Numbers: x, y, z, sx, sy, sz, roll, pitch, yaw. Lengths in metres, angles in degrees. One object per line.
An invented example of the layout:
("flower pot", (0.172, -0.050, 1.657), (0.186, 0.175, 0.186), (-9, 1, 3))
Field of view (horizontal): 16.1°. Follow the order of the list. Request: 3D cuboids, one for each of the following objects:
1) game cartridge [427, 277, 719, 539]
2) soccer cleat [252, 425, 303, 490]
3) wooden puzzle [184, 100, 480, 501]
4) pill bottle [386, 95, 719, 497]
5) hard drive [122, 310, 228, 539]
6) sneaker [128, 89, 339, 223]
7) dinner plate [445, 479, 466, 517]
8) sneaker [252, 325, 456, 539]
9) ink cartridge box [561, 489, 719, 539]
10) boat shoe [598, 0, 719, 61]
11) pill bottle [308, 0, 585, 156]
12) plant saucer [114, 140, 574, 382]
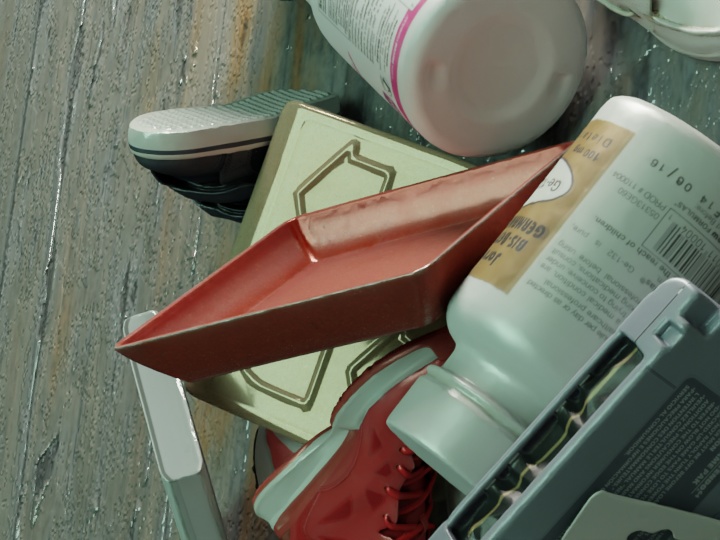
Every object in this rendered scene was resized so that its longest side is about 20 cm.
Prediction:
("game cartridge", (0.125, 0.108, 1.201), (0.200, 0.133, 0.040), (-48, 37, 8))
("soccer cleat", (-0.031, 0.065, 1.548), (0.073, 0.068, 0.200), (-28, 49, 23))
("wooden puzzle", (0.008, 0.016, 1.468), (0.200, 0.046, 0.186), (22, 93, 32))
("pill bottle", (0.108, 0.024, 1.243), (0.200, 0.114, 0.114), (-51, 32, -6))
("hard drive", (-0.099, 0.138, 1.522), (0.200, 0.026, 0.132), (78, 175, -46))
("sneaker", (-0.072, -0.064, 1.563), (0.078, 0.200, 0.080), (8, 102, 29))
("dinner plate", (0.111, 0.090, 1.321), (0.200, 0.024, 0.201), (-20, 62, 44))
("sneaker", (0.030, 0.118, 1.367), (0.116, 0.078, 0.200), (56, 137, 16))
("ink cartridge box", (0.115, 0.209, 1.195), (0.200, 0.117, 0.067), (-61, 36, 18))
("boat shoe", (0.150, -0.166, 1.364), (0.200, 0.069, 0.071), (36, 103, 55))
("pill bottle", (0.039, -0.155, 1.473), (0.114, 0.113, 0.200), (-63, 33, 15))
("plant saucer", (0.000, 0.000, 1.346), (0.199, 0.200, 0.037), (-15, 103, 33))
